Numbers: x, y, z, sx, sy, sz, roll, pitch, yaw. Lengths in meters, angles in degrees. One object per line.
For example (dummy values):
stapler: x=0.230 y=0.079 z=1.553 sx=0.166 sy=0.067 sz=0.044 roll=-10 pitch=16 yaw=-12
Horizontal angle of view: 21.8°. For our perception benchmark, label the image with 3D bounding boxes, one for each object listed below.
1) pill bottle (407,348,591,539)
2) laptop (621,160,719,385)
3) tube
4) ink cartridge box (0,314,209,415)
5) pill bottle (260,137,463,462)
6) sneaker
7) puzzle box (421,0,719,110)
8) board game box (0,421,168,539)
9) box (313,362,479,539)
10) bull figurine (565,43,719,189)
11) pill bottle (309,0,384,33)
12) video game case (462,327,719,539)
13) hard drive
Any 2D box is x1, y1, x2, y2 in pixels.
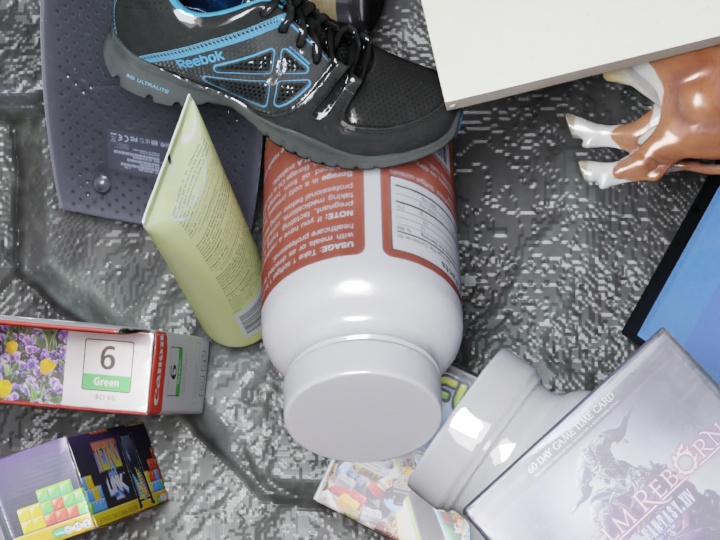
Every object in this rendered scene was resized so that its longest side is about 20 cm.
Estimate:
pill bottle: x=0.132 y=0.138 z=1.018 sx=0.199 sy=0.116 sz=0.117 roll=35 pitch=92 yaw=8
laptop: x=0.247 y=0.025 z=0.994 sx=0.103 sy=0.200 sz=0.178 roll=18 pitch=113 yaw=-18
tube: x=-0.087 y=-0.018 z=1.051 sx=0.052 sy=0.200 sz=0.058 roll=-26 pitch=65 yaw=-4
ink cartridge box: x=-0.161 y=0.055 z=1.058 sx=0.108 sy=0.200 sz=0.051 roll=4 pitch=87 yaw=9
pill bottle: x=0.000 y=0.000 z=1.039 sx=0.111 sy=0.113 sz=0.201 roll=-7 pitch=51 yaw=8
sneaker: x=-0.037 y=-0.114 z=0.994 sx=0.199 sy=0.082 sz=0.074 roll=14 pitch=45 yaw=-5
puzzle box: x=0.126 y=-0.171 z=0.986 sx=0.199 sy=0.025 sz=0.134 roll=-13 pitch=82 yaw=4
board game box: x=-0.228 y=0.146 z=1.081 sx=0.199 sy=0.165 sz=0.057 roll=-20 pitch=85 yaw=6
box: x=0.084 y=0.129 z=1.102 sx=0.199 sy=0.035 sz=0.111 roll=25 pitch=90 yaw=9
bull figurine: x=0.154 y=-0.142 z=1.028 sx=0.121 sy=0.065 sz=0.201 roll=-21 pitch=82 yaw=10
pill bottle: x=-0.083 y=-0.206 z=1.105 sx=0.198 sy=0.112 sz=0.113 roll=9 pitch=88 yaw=9
video game case: x=0.170 y=0.150 z=0.947 sx=0.143 sy=0.019 sz=0.200 roll=-41 pitch=81 yaw=-5
hard drive: x=-0.117 y=-0.114 z=1.087 sx=0.134 sy=0.042 sz=0.201 roll=10 pitch=129 yaw=7
